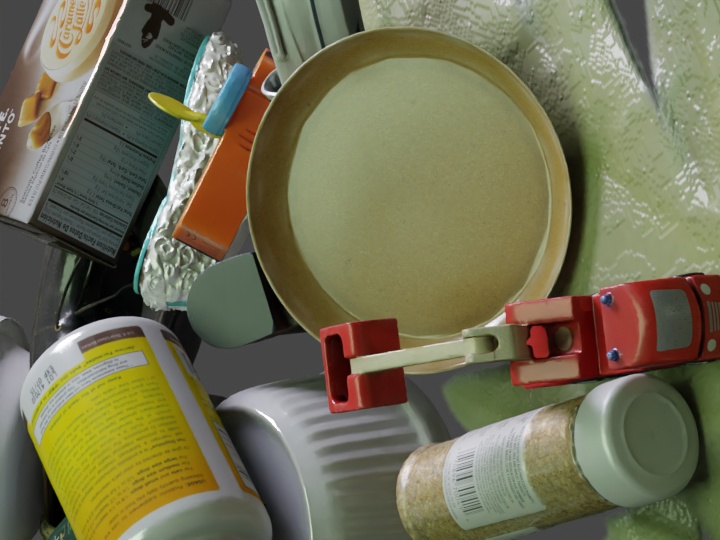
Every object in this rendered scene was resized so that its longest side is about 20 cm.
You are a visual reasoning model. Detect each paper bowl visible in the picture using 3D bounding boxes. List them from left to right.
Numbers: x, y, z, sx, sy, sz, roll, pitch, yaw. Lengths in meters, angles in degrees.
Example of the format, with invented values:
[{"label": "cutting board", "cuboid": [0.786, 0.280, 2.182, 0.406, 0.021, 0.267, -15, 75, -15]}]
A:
[{"label": "paper bowl", "cuboid": [-0.285, 0.131, 1.900, 0.103, 0.201, 0.202, 9, 101, 10]}]

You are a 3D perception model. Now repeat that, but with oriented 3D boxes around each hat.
[{"label": "hat", "cuboid": [-0.155, 0.032, 1.784, 0.200, 0.081, 0.202, -26, 55, 44]}]

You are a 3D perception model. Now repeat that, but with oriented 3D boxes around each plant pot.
[{"label": "plant pot", "cuboid": [0.030, -0.041, 1.490, 0.198, 0.027, 0.202, 3, 99, 20]}]

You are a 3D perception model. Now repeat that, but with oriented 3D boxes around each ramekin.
[{"label": "ramekin", "cuboid": [-0.031, 0.160, 1.589, 0.200, 0.104, 0.202, 3, 94, 54]}]

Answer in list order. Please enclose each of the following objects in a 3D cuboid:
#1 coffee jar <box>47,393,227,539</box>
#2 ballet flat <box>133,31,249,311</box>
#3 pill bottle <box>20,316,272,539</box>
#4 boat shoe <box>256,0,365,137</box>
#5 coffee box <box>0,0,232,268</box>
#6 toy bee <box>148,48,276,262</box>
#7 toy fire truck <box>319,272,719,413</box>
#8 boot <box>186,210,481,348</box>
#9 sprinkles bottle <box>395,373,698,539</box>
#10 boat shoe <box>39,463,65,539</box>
[{"label": "coffee jar", "cuboid": [-0.141, 0.172, 1.761, 0.200, 0.085, 0.105, -51, 45, 43]}, {"label": "ballet flat", "cuboid": [-0.094, -0.060, 1.696, 0.072, 0.071, 0.201, -19, 51, 53]}, {"label": "pill bottle", "cuboid": [-0.122, 0.132, 1.533, 0.201, 0.109, 0.110, 60, 135, 35]}, {"label": "boat shoe", "cuboid": [-0.026, -0.110, 1.551, 0.074, 0.065, 0.201, -79, -19, -60]}, {"label": "coffee box", "cuboid": [-0.184, -0.116, 1.761, 0.114, 0.079, 0.201, 17, 81, 54]}, {"label": "toy bee", "cuboid": [-0.057, -0.093, 1.639, 0.131, 0.200, 0.109, 48, 169, -1]}, {"label": "toy fire truck", "cuboid": [0.086, 0.039, 1.384, 0.199, 0.140, 0.049, -13, 82, 53]}, {"label": "boot", "cuboid": [0.000, 0.000, 1.576, 0.199, 0.097, 0.075, -10, 92, 23]}, {"label": "sprinkles bottle", "cuboid": [0.100, 0.110, 1.432, 0.200, 0.068, 0.069, -24, 72, 53]}, {"label": "boat shoe", "cuboid": [-0.213, 0.167, 1.882, 0.073, 0.062, 0.202, 15, 104, 53]}]
